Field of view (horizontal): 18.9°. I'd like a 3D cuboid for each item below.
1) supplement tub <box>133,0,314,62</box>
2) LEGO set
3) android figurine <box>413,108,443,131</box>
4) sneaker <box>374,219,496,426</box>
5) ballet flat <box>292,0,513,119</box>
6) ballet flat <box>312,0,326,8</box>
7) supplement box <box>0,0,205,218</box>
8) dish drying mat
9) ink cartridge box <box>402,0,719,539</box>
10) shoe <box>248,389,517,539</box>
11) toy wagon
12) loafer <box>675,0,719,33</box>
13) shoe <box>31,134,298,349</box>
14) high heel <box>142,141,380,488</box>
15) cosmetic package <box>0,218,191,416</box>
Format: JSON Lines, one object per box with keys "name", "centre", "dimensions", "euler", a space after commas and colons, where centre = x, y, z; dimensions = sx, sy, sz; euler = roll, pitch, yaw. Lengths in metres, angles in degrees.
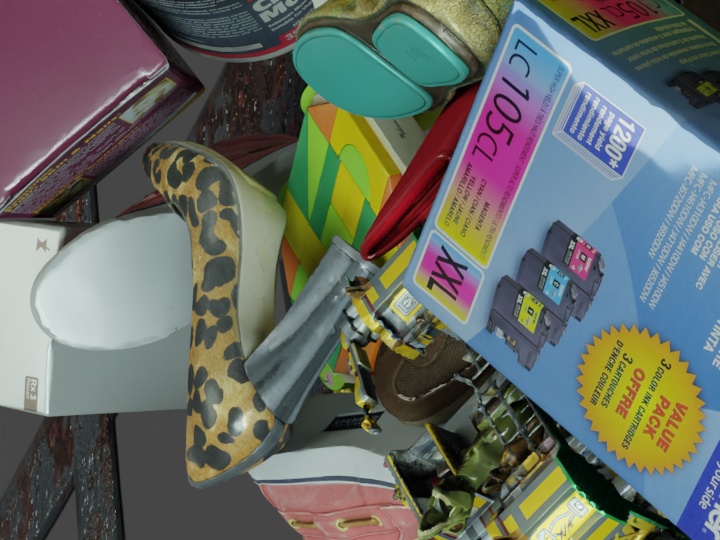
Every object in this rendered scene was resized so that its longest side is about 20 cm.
{"name": "supplement tub", "centre": [-0.084, -0.207, 1.209], "dimensions": [0.200, 0.139, 0.142], "euler": [42, -132, -75]}
{"name": "LEGO set", "centre": [0.051, 0.093, 0.873], "dimensions": [0.116, 0.153, 0.200], "euler": [-47, 52, 16]}
{"name": "android figurine", "centre": [0.035, -0.162, 1.136], "dimensions": [0.200, 0.041, 0.184], "euler": [-163, 78, -70]}
{"name": "sneaker", "centre": [0.048, -0.010, 0.965], "dimensions": [0.200, 0.075, 0.071], "euler": [-54, 44, 31]}
{"name": "ballet flat", "centre": [0.026, -0.106, 0.915], "dimensions": [0.200, 0.070, 0.071], "euler": [175, 99, -75]}
{"name": "ballet flat", "centre": [-0.011, -0.206, 1.114], "dimensions": [0.069, 0.069, 0.202], "euler": [-171, 87, -68]}
{"name": "supplement box", "centre": [-0.176, -0.108, 1.246], "dimensions": [0.103, 0.131, 0.200], "euler": [51, -179, 0]}
{"name": "dish drying mat", "centre": [0.057, -0.084, 0.947], "dimensions": [0.077, 0.018, 0.200], "euler": [-48, 8, 45]}
{"name": "ink cartridge box", "centre": [0.123, 0.005, 0.759], "dimensions": [0.200, 0.076, 0.137], "euler": [39, 129, 25]}
{"name": "shoe", "centre": [0.030, 0.110, 1.067], "dimensions": [0.199, 0.071, 0.091], "euler": [-7, 119, 46]}
{"name": "toy wagon", "centre": [0.000, 0.000, 1.142], "dimensions": [0.156, 0.039, 0.201], "euler": [58, 146, 37]}
{"name": "loafer", "centre": [0.120, -0.037, 0.852], "dimensions": [0.073, 0.070, 0.202], "euler": [-141, 58, -64]}
{"name": "shoe", "centre": [-0.100, -0.019, 1.244], "dimensions": [0.072, 0.199, 0.091], "euler": [66, 167, -14]}
{"name": "high heel", "centre": [-0.088, 0.016, 1.121], "dimensions": [0.200, 0.071, 0.143], "euler": [35, 90, 44]}
{"name": "cosmetic package", "centre": [-0.146, 0.028, 1.327], "dimensions": [0.081, 0.199, 0.114], "euler": [8, 92, 38]}
